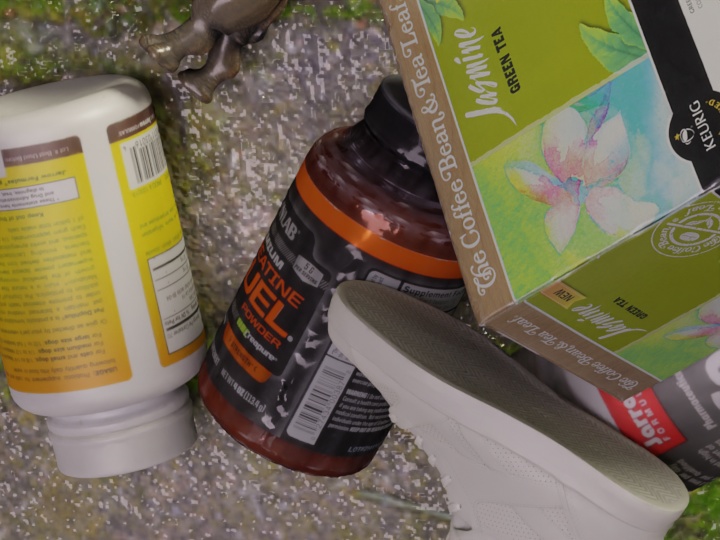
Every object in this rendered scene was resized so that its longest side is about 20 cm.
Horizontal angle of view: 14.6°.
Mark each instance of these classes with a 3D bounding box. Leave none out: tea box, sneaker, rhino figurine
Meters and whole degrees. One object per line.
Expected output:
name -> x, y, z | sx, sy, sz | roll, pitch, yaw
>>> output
tea box -> 0.139, -0.081, 1.316 | 0.197, 0.134, 0.200 | -33, 55, 24
sneaker -> 0.048, 0.100, 1.374 | 0.200, 0.074, 0.116 | 36, 117, 13
rhino figurine -> -0.118, -0.187, 1.453 | 0.087, 0.060, 0.200 | -43, 90, 5

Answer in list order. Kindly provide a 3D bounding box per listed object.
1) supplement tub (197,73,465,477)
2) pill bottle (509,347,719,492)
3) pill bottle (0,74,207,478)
supplement tub -> 0.000, 0.000, 1.450 | 0.107, 0.107, 0.200 | 30, 113, 7
pill bottle -> 0.172, 0.043, 1.403 | 0.200, 0.114, 0.114 | -30, 96, 23
pill bottle -> -0.145, 0.004, 1.496 | 0.109, 0.109, 0.200 | -7, 104, 20
